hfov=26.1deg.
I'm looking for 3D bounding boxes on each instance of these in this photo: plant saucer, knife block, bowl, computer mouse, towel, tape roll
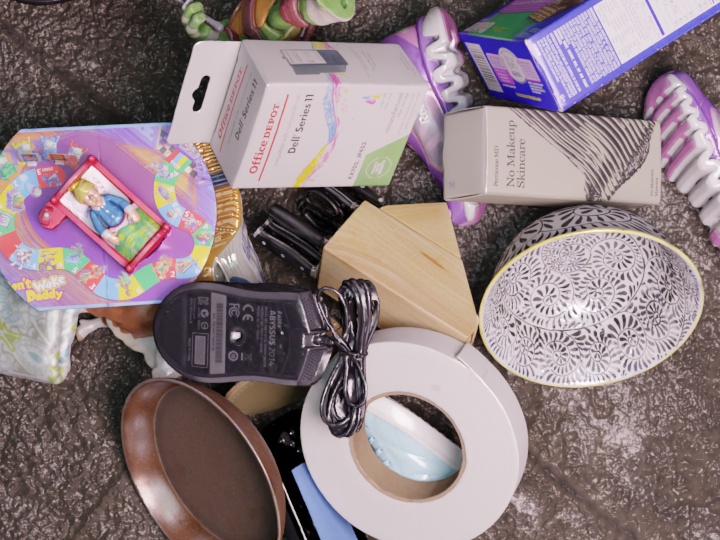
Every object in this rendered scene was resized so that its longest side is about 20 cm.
[{"bbox_3d":[-0.134,0.180,1.374,0.034,0.200,0.201,-29,89,-41],"label":"plant saucer"},{"bbox_3d":[0.000,0.000,1.381,0.175,0.064,0.201,-5,55,-11],"label":"knife block"},{"bbox_3d":[0.201,0.005,1.397,0.200,0.201,0.094,-1,44,-2],"label":"bowl"},{"bbox_3d":[-0.079,0.060,1.331,0.199,0.053,0.139,9,100,15],"label":"computer mouse"},{"bbox_3d":[-0.326,-0.010,1.391,0.170,0.048,0.201,9,89,24],"label":"towel"},{"bbox_3d":[0.046,0.146,1.349,0.202,0.037,0.204,7,112,18],"label":"tape roll"}]

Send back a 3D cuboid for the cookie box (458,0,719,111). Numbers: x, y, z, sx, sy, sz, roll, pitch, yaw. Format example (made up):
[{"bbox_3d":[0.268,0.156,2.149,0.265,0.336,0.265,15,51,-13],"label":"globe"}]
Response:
[{"bbox_3d":[0.210,-0.228,1.371,0.200,0.171,0.075,-33,108,-8],"label":"cookie box"}]

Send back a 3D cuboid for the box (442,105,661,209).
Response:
[{"bbox_3d":[0.173,-0.099,1.386,0.199,0.068,0.083,0,88,-31],"label":"box"}]

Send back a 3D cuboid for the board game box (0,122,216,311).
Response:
[{"bbox_3d":[-0.223,-0.048,1.329,0.199,0.039,0.159,-3,88,-6],"label":"board game box"}]

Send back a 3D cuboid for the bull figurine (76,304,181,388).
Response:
[{"bbox_3d":[-0.208,0.010,1.415,0.121,0.065,0.201,-5,84,5],"label":"bull figurine"}]

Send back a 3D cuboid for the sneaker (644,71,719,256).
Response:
[{"bbox_3d":[0.339,-0.098,1.426,0.088,0.081,0.201,-26,80,-22],"label":"sneaker"}]

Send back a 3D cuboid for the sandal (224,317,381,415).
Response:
[{"bbox_3d":[-0.040,0.059,1.430,0.211,0.078,0.070,-25,59,-9],"label":"sandal"}]

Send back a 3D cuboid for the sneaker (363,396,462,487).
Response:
[{"bbox_3d":[0.037,0.172,1.411,0.200,0.074,0.082,36,85,-4],"label":"sneaker"}]

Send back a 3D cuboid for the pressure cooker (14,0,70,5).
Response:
[{"bbox_3d":[-0.280,-0.332,1.361,0.175,0.200,0.179,5,111,-9],"label":"pressure cooker"}]

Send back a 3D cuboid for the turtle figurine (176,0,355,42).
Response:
[{"bbox_3d":[-0.093,-0.261,1.362,0.193,0.144,0.201,-10,99,41],"label":"turtle figurine"}]

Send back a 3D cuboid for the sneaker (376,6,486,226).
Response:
[{"bbox_3d":[0.062,-0.136,1.426,0.088,0.080,0.201,-13,94,13],"label":"sneaker"}]

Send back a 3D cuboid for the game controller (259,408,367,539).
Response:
[{"bbox_3d":[-0.034,0.224,1.399,0.042,0.104,0.201,-23,90,34],"label":"game controller"}]

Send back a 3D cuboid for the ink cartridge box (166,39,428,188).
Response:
[{"bbox_3d":[-0.055,-0.134,1.339,0.199,0.117,0.067,-3,44,-29],"label":"ink cartridge box"}]

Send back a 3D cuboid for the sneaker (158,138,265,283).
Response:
[{"bbox_3d":[-0.132,-0.022,1.406,0.075,0.088,0.201,-11,95,3],"label":"sneaker"}]
